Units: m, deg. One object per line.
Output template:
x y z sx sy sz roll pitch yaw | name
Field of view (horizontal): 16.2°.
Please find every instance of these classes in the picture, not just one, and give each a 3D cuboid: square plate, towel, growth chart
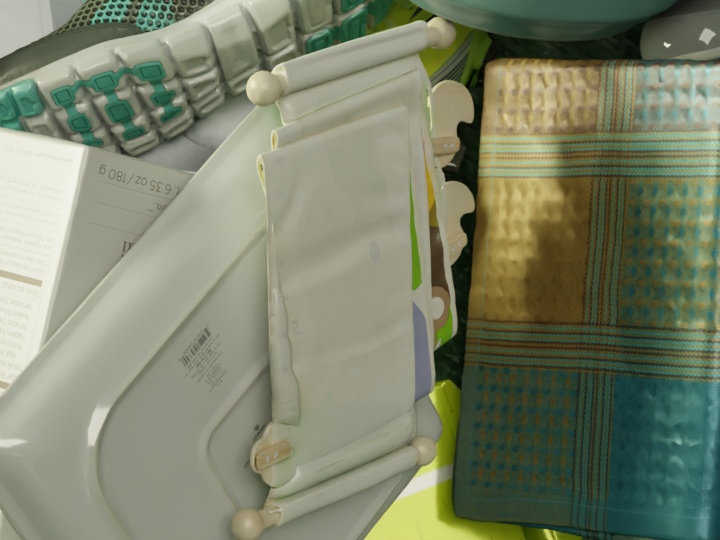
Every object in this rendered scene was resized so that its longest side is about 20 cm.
-0.048 0.069 1.023 0.200 0.028 0.199 -51 133 -28 | square plate
0.101 0.012 1.065 0.022 0.146 0.201 3 92 -43 | towel
0.000 0.000 1.026 0.144 0.018 0.201 -10 104 -51 | growth chart

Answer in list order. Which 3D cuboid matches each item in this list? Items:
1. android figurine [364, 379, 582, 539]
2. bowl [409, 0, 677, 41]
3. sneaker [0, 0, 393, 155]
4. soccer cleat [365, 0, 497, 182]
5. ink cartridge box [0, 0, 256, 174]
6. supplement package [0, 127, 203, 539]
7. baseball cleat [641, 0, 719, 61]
0.011 0.130 1.139 0.181 0.041 0.201 -22 85 -13 | android figurine
0.074 -0.166 1.064 0.199 0.201 0.106 4 116 -10 | bowl
-0.087 -0.116 1.124 0.199 0.078 0.091 -23 60 -11 | sneaker
0.017 -0.094 1.153 0.083 0.065 0.201 19 55 0 | soccer cleat
-0.098 -0.125 1.172 0.199 0.041 0.201 -24 84 -14 | ink cartridge box
-0.125 0.051 1.048 0.121 0.119 0.201 13 89 -44 | supplement package
0.174 -0.149 1.161 0.069 0.200 0.107 -8 101 30 | baseball cleat
